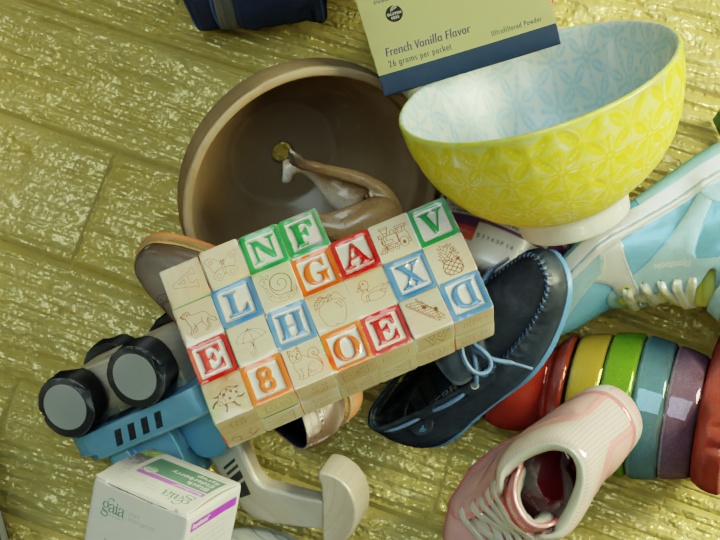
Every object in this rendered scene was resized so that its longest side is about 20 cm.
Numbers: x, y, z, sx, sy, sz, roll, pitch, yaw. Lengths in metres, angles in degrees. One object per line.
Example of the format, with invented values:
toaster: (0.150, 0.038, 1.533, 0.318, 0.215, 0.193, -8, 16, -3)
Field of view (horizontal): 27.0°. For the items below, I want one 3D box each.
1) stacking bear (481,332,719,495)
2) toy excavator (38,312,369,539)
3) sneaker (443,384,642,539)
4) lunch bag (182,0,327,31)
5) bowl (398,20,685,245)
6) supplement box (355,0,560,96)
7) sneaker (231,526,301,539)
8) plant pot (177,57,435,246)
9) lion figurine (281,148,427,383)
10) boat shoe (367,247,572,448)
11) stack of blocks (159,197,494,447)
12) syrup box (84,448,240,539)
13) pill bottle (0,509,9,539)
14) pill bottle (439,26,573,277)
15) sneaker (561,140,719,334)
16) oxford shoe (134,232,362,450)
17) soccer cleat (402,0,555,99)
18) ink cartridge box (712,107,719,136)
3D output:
stacking bear: (0.177, 0.092, 1.110, 0.198, 0.114, 0.122, 11, 56, 17)
toy excavator: (-0.111, 0.128, 1.118, 0.193, 0.100, 0.202, -23, 100, 22)
sneaker: (0.108, 0.163, 1.050, 0.075, 0.104, 0.200, 47, 125, 7)
lunch bag: (-0.096, -0.300, 1.203, 0.131, 0.136, 0.202, -3, 73, 1)
bowl: (0.133, -0.082, 1.022, 0.198, 0.200, 0.109, -19, 113, -2)
supplement box: (0.047, -0.271, 1.088, 0.133, 0.200, 0.202, -16, 120, 6)
sneaker: (-0.052, 0.225, 1.092, 0.197, 0.099, 0.079, 3, 76, 4)
plant pot: (-0.048, -0.075, 1.148, 0.199, 0.202, 0.093, -27, 33, -4)
lion figurine: (0.000, 0.000, 1.101, 0.121, 0.202, 0.073, 1, 36, -1)
boat shoe: (0.076, 0.065, 1.067, 0.201, 0.068, 0.085, -57, 43, 29)
stack of blocks: (-0.022, 0.023, 1.011, 0.198, 0.059, 0.116, -22, 68, -3)
syrup box: (-0.151, 0.237, 1.057, 0.078, 0.081, 0.202, 18, 104, 21)
pill bottle: (-0.329, 0.168, 1.116, 0.110, 0.111, 0.202, -19, 76, -2)
pill bottle: (0.130, -0.079, 1.150, 0.110, 0.112, 0.202, 22, 79, 8)
sneaker: (0.225, 0.012, 1.050, 0.199, 0.079, 0.131, -38, 70, 13)
oxford shoe: (-0.091, 0.048, 1.065, 0.199, 0.072, 0.073, 37, 38, 10)
soccer cleat: (0.099, -0.195, 1.205, 0.077, 0.069, 0.201, 36, 84, 14)
ink cartridge box: (0.293, -0.034, 1.134, 0.059, 0.104, 0.202, -20, 76, -3)
